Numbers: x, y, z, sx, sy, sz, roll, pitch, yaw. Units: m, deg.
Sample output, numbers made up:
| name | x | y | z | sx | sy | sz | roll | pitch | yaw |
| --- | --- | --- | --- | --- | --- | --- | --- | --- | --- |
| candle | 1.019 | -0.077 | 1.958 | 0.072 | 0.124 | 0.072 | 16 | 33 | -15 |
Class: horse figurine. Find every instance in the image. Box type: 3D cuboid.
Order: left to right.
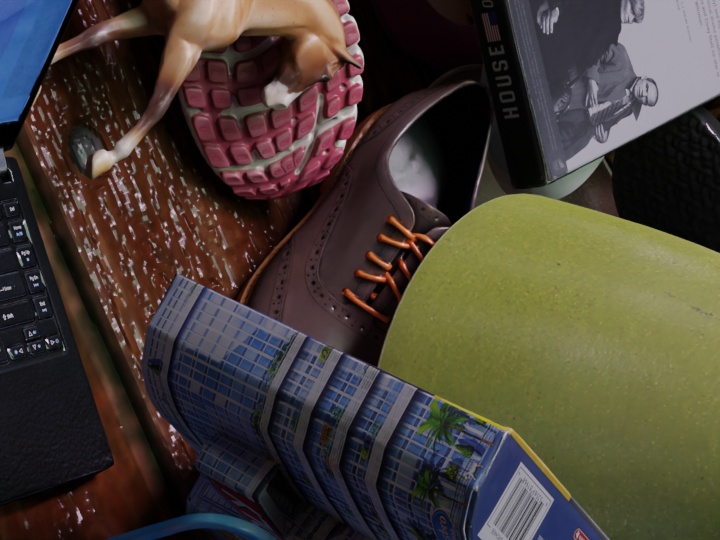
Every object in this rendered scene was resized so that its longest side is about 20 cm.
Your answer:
| name | x | y | z | sx | sy | sz | roll | pitch | yaw |
| --- | --- | --- | --- | --- | --- | --- | --- | --- | --- |
| horse figurine | -0.096 | -0.133 | 1.048 | 0.132 | 0.050 | 0.201 | -35 | 98 | -19 |

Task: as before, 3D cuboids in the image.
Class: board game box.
| name | x | y | z | sx | sy | sz | roll | pitch | yaw |
| --- | --- | --- | --- | --- | --- | --- | --- | --- | --- |
| board game box | -0.002 | 0.085 | 0.967 | 0.062 | 0.199 | 0.200 | -58 | 144 | -12 |

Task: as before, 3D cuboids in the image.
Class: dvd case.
| name | x | y | z | sx | sy | sz | roll | pitch | yaw |
| --- | --- | --- | --- | --- | --- | --- | --- | --- | --- |
| dvd case | 0.113 | -0.135 | 1.187 | 0.200 | 0.025 | 0.151 | -27 | 107 | -50 |

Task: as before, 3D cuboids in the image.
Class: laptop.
| name | x | y | z | sx | sy | sz | roll | pitch | yaw |
| --- | --- | --- | --- | --- | --- | --- | --- | --- | --- |
| laptop | -0.143 | -0.017 | 0.932 | 0.177 | 0.103 | 0.201 | -15 | 86 | -53 |

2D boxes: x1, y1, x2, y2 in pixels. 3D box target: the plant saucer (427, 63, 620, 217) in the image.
| name | x | y | z | sx | sy | sz | roll | pitch | yaw |
| --- | --- | --- | --- | --- | --- | --- | --- | --- | --- |
| plant saucer | 0.070 | 0.003 | 1.251 | 0.200 | 0.034 | 0.201 | 26 | 56 | -44 |

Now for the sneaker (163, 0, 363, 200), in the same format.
| name | x | y | z | sx | sy | sz | roll | pitch | yaw |
| --- | --- | --- | --- | --- | --- | --- | --- | --- | --- |
| sneaker | -0.054 | -0.129 | 1.126 | 0.080 | 0.075 | 0.201 | -16 | 100 | -11 |

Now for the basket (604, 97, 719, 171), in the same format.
| name | x | y | z | sx | sy | sz | roll | pitch | yaw |
| --- | --- | --- | --- | --- | --- | --- | --- | --- | --- |
| basket | 0.174 | -0.129 | 1.348 | 0.200 | 0.149 | 0.143 | 50 | 41 | -26 |

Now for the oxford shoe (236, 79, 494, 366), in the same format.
| name | x | y | z | sx | sy | sz | roll | pitch | yaw |
| --- | --- | --- | --- | --- | --- | --- | --- | --- | --- |
| oxford shoe | 0.000 | 0.000 | 1.108 | 0.071 | 0.073 | 0.201 | 31 | 60 | -14 |

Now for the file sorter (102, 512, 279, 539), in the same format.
| name | x | y | z | sx | sy | sz | roll | pitch | yaw |
| --- | --- | --- | --- | --- | --- | --- | --- | --- | --- |
| file sorter | -0.065 | 0.203 | 0.915 | 0.139 | 0.122 | 0.201 | 41 | 45 | -34 |

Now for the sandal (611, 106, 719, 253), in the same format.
| name | x | y | z | sx | sy | sz | roll | pitch | yaw |
| --- | --- | --- | --- | --- | --- | --- | --- | --- | --- |
| sandal | 0.190 | -0.004 | 1.314 | 0.200 | 0.075 | 0.045 | 55 | 42 | -17 |

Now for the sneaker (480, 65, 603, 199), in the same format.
| name | x | y | z | sx | sy | sz | roll | pitch | yaw |
| --- | --- | --- | --- | --- | --- | --- | --- | --- | --- |
| sneaker | 0.080 | -0.132 | 1.222 | 0.082 | 0.074 | 0.201 | 40 | 51 | -48 |

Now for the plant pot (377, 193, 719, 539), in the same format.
| name | x | y | z | sx | sy | sz | roll | pitch | yaw |
| --- | --- | --- | --- | --- | --- | --- | --- | --- | --- |
| plant pot | 0.137 | 0.072 | 1.067 | 0.187 | 0.199 | 0.188 | -12 | 105 | -49 |

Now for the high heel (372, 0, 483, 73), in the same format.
| name | x | y | z | sx | sy | sz | roll | pitch | yaw |
| --- | --- | --- | --- | --- | --- | --- | --- | --- | --- |
| high heel | 0.040 | -0.157 | 1.234 | 0.200 | 0.096 | 0.068 | 40 | 45 | -33 |
